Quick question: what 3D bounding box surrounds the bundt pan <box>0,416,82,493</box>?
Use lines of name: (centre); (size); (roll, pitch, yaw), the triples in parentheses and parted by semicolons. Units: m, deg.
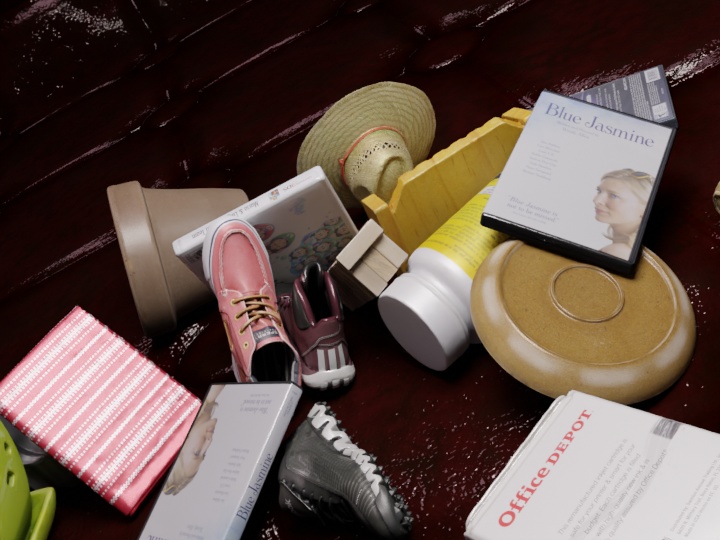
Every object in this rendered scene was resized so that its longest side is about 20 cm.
bundt pan: (-0.341, 0.179, 1.056); (0.200, 0.076, 0.203); (-21, 32, 14)

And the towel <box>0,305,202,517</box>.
towel: (-0.273, 0.147, 0.965); (0.145, 0.199, 0.023); (-51, -4, -31)

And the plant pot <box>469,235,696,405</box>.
plant pot: (0.195, 0.026, 0.788); (0.197, 0.028, 0.202); (1, 49, -1)

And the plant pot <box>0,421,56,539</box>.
plant pot: (-0.428, 0.266, 0.888); (0.197, 0.182, 0.201); (-19, 36, 18)

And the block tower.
block tower: (0.000, 0.000, 0.961); (0.054, 0.058, 0.200); (-50, 0, -10)

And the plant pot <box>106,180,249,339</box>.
plant pot: (-0.222, -0.029, 1.185); (0.172, 0.203, 0.200); (-14, 28, -12)

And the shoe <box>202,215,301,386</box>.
shoe: (-0.107, 0.046, 0.937); (0.071, 0.203, 0.091); (-16, 18, -22)

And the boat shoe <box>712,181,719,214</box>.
boat shoe: (0.370, -0.026, 0.777); (0.076, 0.072, 0.200); (-44, 32, -3)

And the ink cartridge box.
ink cartridge box: (0.190, 0.178, 0.604); (0.199, 0.085, 0.146); (15, 51, 48)

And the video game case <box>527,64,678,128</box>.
video game case: (0.285, -0.187, 1.130); (0.198, 0.019, 0.144); (-17, 32, 22)

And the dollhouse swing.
dollhouse swing: (0.094, -0.105, 1.041); (0.199, 0.183, 0.176); (-31, 41, -3)

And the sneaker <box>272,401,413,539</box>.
sneaker: (-0.024, 0.191, 0.788); (0.090, 0.067, 0.200); (-38, 27, -9)

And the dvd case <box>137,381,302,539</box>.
dvd case: (-0.137, 0.195, 0.834); (0.142, 0.018, 0.202); (-9, 51, 48)

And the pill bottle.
pill bottle: (0.118, -0.002, 0.900); (0.200, 0.115, 0.114); (-41, 32, -20)

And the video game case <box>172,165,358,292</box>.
video game case: (-0.093, -0.022, 1.043); (0.180, 0.200, 0.024); (-27, 60, 3)

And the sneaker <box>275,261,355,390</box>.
sneaker: (-0.055, 0.031, 0.983); (0.075, 0.117, 0.200); (-14, 30, -19)

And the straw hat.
straw hat: (0.023, -0.124, 1.123); (0.199, 0.202, 0.086); (-28, 52, 2)

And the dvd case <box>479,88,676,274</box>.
dvd case: (0.211, -0.091, 0.861); (0.141, 0.018, 0.201); (19, 51, 15)
